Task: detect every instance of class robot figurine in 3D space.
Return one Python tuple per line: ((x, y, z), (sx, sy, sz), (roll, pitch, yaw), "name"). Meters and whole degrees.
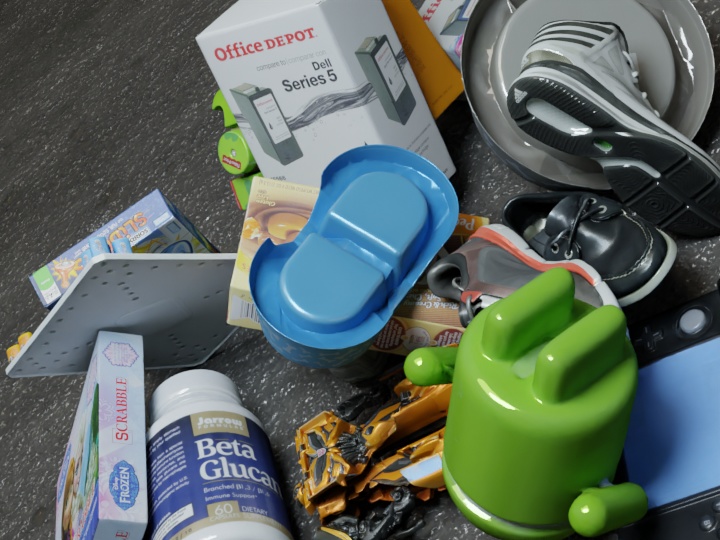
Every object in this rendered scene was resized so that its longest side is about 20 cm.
((0.114, 0.096, 0.896), (0.115, 0.201, 0.175), (-33, 56, -31), "robot figurine")
((0.032, 0.125, 1.044), (0.199, 0.058, 0.146), (-28, 40, 12), "robot figurine")

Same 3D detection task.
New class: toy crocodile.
((-0.089, -0.071, 1.258), (0.061, 0.202, 0.067), (-12, 7, 43), "toy crocodile")

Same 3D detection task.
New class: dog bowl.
((0.174, -0.152, 1.093), (0.198, 0.059, 0.202), (1, 76, -3), "dog bowl")
((-0.006, -0.008, 1.048), (0.111, 0.050, 0.200), (30, 56, 11), "dog bowl")

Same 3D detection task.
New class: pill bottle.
((-0.119, 0.175, 1.106), (0.111, 0.111, 0.201), (-35, 39, 12), "pill bottle")

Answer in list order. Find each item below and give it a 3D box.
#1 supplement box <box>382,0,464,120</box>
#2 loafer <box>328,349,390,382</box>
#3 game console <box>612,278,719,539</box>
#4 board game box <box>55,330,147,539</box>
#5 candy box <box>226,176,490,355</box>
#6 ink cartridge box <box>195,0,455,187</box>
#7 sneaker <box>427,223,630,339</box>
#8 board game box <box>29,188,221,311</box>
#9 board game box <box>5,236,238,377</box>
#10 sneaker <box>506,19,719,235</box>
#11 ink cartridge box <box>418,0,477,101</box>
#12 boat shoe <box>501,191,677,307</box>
((-0.016, -0.165, 1.264), (0.199, 0.126, 0.074), (-25, 16, 45), "supplement box")
((0.007, 0.000, 1.181), (0.069, 0.070, 0.201), (-16, 43, 32), "loafer")
((0.216, 0.068, 0.889), (0.175, 0.116, 0.201), (-24, 42, 24), "game console")
((-0.219, 0.191, 1.153), (0.201, 0.041, 0.201), (-102, 27, -48), "board game box")
((0.000, 0.000, 1.107), (0.198, 0.056, 0.116), (11, 53, -3), "candy box")
((-0.029, -0.141, 1.174), (0.144, 0.201, 0.084), (-6, 30, 40), "ink cartridge box")
((0.115, 0.032, 0.991), (0.081, 0.078, 0.200), (-25, 26, -18), "sneaker")
((-0.193, 0.013, 1.245), (0.135, 0.200, 0.035), (-34, 66, 2), "board game box")
((-0.179, 0.031, 1.184), (0.200, 0.199, 0.026), (-44, 58, 42), "board game box")
((0.206, -0.118, 1.017), (0.076, 0.200, 0.116), (-41, 20, 50), "sneaker")
((0.151, -0.225, 1.243), (0.199, 0.087, 0.146), (17, 69, 51), "ink cartridge box")
((0.160, -0.026, 1.023), (0.075, 0.066, 0.199), (-50, 19, 1), "boat shoe")
